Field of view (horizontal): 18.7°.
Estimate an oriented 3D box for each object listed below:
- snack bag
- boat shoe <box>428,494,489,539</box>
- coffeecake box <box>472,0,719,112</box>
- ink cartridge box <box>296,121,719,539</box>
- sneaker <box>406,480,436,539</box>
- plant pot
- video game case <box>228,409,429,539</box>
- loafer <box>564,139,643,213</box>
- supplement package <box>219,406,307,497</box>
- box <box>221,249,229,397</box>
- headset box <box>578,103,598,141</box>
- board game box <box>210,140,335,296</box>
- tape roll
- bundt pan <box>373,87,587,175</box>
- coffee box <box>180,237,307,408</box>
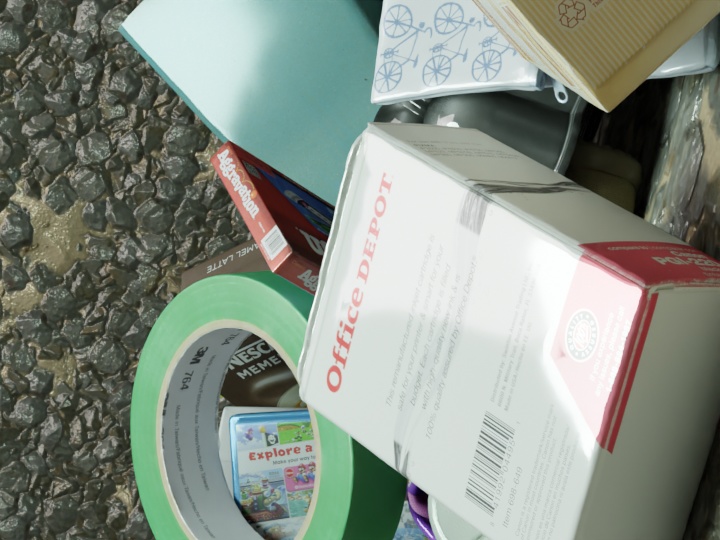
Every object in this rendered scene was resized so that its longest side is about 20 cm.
[{"bbox_3d":[0.104,-0.178,1.140,0.021,0.198,0.190,37,-122,-55],"label":"snack bag"},{"bbox_3d":[0.107,0.073,1.071,0.200,0.060,0.076,-45,57,41],"label":"boat shoe"},{"bbox_3d":[0.126,-0.162,1.001,0.153,0.073,0.200,-43,13,3],"label":"coffeecake box"},{"bbox_3d":[0.070,0.033,1.003,0.200,0.084,0.147,32,115,43],"label":"ink cartridge box"},{"bbox_3d":[0.069,0.119,1.242,0.200,0.088,0.081,-92,14,-68],"label":"sneaker"},{"bbox_3d":[-0.026,-0.129,1.438,0.141,0.200,0.141,-43,-12,16],"label":"plant pot"},{"bbox_3d":[-0.006,0.185,1.334,0.018,0.142,0.202,-3,-91,-74],"label":"video game case"},{"bbox_3d":[0.101,-0.009,1.250,0.200,0.075,0.068,117,170,-65],"label":"loafer"},{"bbox_3d":[-0.023,0.191,1.468,0.201,0.120,0.121,72,-158,-55],"label":"supplement package"},{"bbox_3d":[-0.009,0.050,1.556,0.122,0.198,0.048,110,163,-47],"label":"box"},{"bbox_3d":[0.115,-0.167,1.411,0.201,0.077,0.150,-86,11,-56],"label":"headset box"},{"bbox_3d":[0.000,0.000,1.277,0.019,0.199,0.103,-44,46,15],"label":"board game box"},{"bbox_3d":[-0.057,0.101,1.286,0.199,0.048,0.202,6,98,47],"label":"tape roll"},{"bbox_3d":[0.055,-0.076,1.232,0.202,0.075,0.203,-158,90,-78],"label":"bundt pan"},{"bbox_3d":[-0.018,0.061,1.469,0.114,0.200,0.080,-26,44,27],"label":"coffee box"}]
